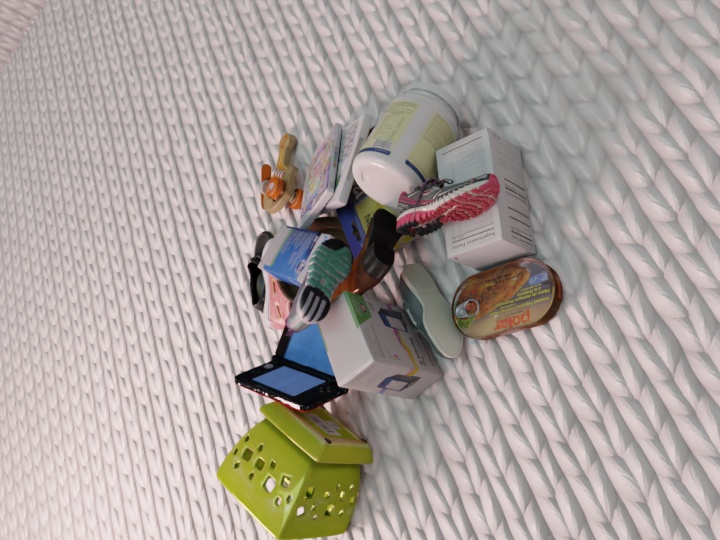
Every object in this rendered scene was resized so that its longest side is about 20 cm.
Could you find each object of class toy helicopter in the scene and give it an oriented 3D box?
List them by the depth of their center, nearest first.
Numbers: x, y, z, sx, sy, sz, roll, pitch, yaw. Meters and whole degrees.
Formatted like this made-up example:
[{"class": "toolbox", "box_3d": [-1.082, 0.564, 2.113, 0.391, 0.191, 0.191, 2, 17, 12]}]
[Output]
[{"class": "toy helicopter", "box_3d": [-0.184, -0.220, 1.715, 0.132, 0.079, 0.201, -22, 53, 47]}]

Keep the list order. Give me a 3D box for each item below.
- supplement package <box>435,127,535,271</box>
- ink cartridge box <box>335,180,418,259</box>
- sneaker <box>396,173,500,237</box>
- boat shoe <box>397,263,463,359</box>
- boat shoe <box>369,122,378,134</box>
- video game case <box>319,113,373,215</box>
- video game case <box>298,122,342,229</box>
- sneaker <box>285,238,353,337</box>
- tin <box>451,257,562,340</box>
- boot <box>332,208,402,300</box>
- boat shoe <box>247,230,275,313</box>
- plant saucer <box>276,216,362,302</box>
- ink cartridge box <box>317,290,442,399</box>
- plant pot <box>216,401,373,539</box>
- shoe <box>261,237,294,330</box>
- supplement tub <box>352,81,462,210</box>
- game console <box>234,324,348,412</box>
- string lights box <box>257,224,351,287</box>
[{"class": "supplement package", "box_3d": [0.210, -0.116, 1.274, 0.113, 0.109, 0.202, -19, 66, 38]}, {"class": "ink cartridge box", "box_3d": [0.038, -0.123, 1.467, 0.199, 0.047, 0.199, -34, 58, 19]}, {"class": "sneaker", "box_3d": [0.133, -0.119, 1.215, 0.199, 0.080, 0.075, -18, 65, 39]}, {"class": "boat shoe", "box_3d": [0.121, 0.081, 1.343, 0.201, 0.072, 0.062, 64, 145, 32]}, {"class": "boat shoe", "box_3d": [0.034, -0.260, 1.513, 0.199, 0.062, 0.075, -27, 62, 35]}, {"class": "video game case", "box_3d": [-0.041, -0.209, 1.525, 0.200, 0.024, 0.183, 173, 115, -71]}, {"class": "video game case", "box_3d": [-0.084, -0.193, 1.564, 0.143, 0.018, 0.201, -48, 28, 45]}, {"class": "sneaker", "box_3d": [-0.079, 0.025, 1.295, 0.087, 0.074, 0.200, -41, 15, 41]}, {"class": "tin", "box_3d": [0.241, 0.051, 1.249, 0.199, 0.042, 0.113, -20, 61, 38]}, {"class": "boot", "box_3d": [0.000, 0.000, 1.382, 0.200, 0.068, 0.189, -51, 23, 35]}, {"class": "boat shoe", "box_3d": [-0.221, -0.001, 1.676, 0.074, 0.066, 0.201, -17, 67, 40]}, {"class": "plant saucer", "box_3d": [-0.081, -0.015, 1.538, 0.199, 0.029, 0.202, -10, 64, 22]}, {"class": "ink cartridge box", "box_3d": [0.033, 0.133, 1.308, 0.087, 0.199, 0.146, -39, 53, 24]}, {"class": "plant pot", "box_3d": [-0.108, 0.354, 1.377, 0.200, 0.199, 0.182, 32, 97, 37]}, {"class": "shoe", "box_3d": [-0.157, 0.025, 1.611, 0.091, 0.071, 0.202, -9, 77, 39]}, {"class": "supplement tub", "box_3d": [0.089, -0.226, 1.362, 0.144, 0.145, 0.201, 9, 60, 44]}, {"class": "game console", "box_3d": [-0.115, 0.160, 1.407, 0.199, 0.172, 0.120, 13, 110, 39]}, {"class": "string lights box", "box_3d": [-0.112, -0.023, 1.459, 0.200, 0.059, 0.103, 16, 74, 56]}]
